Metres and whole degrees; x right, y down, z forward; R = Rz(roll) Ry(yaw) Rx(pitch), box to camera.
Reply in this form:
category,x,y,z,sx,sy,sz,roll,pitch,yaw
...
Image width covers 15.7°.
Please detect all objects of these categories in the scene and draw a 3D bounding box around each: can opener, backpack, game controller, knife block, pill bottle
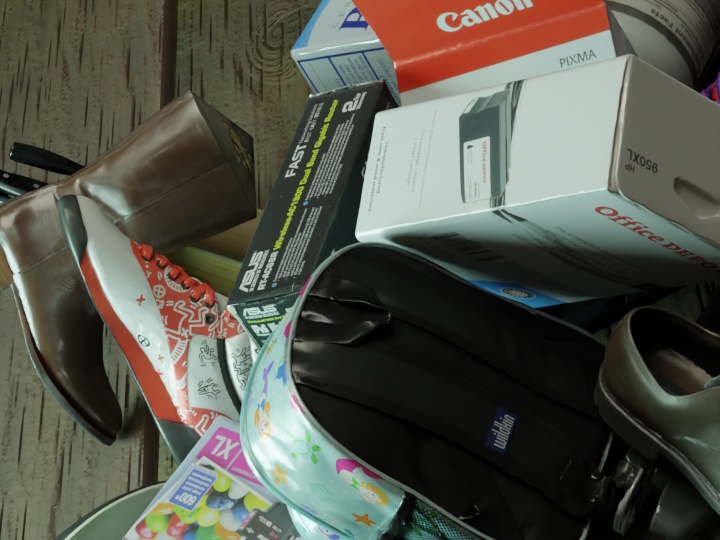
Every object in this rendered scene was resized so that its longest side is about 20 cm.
category,x,y,z,sx,sy,sz,roll,pitch,yaw
can opener,0.199,0.076,1.504,0.066,0.053,0.200,24,58,12
backpack,0.032,0.087,1.480,0.151,0.200,0.178,-48,17,46
game controller,0.182,-0.004,1.604,0.200,0.042,0.104,-28,21,8
knife block,-0.159,-0.034,1.812,0.199,0.176,0.064,-17,37,22
pill bottle,0.183,-0.159,1.745,0.113,0.114,0.200,-2,44,38

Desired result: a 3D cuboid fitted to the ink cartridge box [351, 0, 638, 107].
category,x,y,z,sx,sy,sz,roll,pitch,yaw
ink cartridge box,0.096,-0.111,1.640,0.160,0.200,0.047,-14,35,32

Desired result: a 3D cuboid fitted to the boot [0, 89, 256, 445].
category,x,y,z,sx,sy,sz,roll,pitch,yaw
boot,-0.138,-0.002,1.754,0.200,0.187,0.064,-29,15,4

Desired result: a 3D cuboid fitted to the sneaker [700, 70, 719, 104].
category,x,y,z,sx,sy,sz,roll,pitch,yaw
sneaker,0.214,-0.080,1.555,0.199,0.084,0.081,-22,22,28

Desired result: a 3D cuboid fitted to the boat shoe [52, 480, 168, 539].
category,x,y,z,sx,sy,sz,roll,pitch,yaw
boat shoe,-0.185,0.196,1.634,0.201,0.074,0.063,-39,26,-17

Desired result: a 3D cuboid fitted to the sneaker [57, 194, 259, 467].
category,x,y,z,sx,sy,sz,roll,pitch,yaw
sneaker,-0.111,0.023,1.696,0.108,0.202,0.067,-27,7,-2

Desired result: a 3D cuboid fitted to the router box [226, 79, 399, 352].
category,x,y,z,sx,sy,sz,roll,pitch,yaw
router box,0.000,0.000,1.661,0.062,0.150,0.200,-12,40,29

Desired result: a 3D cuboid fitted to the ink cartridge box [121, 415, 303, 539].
category,x,y,z,sx,sy,sz,roll,pitch,yaw
ink cartridge box,-0.093,0.188,1.578,0.119,0.042,0.200,20,61,32

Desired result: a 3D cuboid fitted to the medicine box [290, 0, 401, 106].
category,x,y,z,sx,sy,sz,roll,pitch,yaw
medicine box,0.082,-0.190,1.872,0.199,0.103,0.182,-5,42,38

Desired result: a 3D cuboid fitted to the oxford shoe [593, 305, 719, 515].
category,x,y,z,sx,sy,sz,roll,pitch,yaw
oxford shoe,0.211,0.087,1.392,0.200,0.085,0.073,31,54,21

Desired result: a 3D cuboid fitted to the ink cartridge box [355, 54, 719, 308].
category,x,y,z,sx,sy,sz,roll,pitch,yaw
ink cartridge box,0.120,-0.045,1.483,0.200,0.144,0.085,-9,65,46
